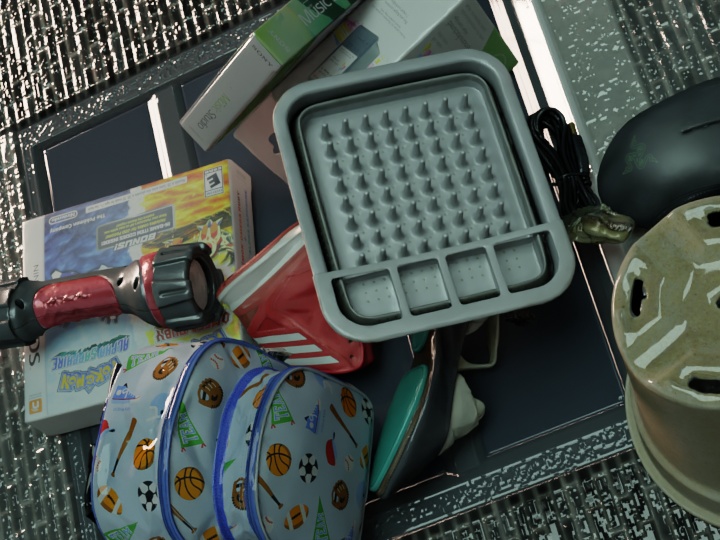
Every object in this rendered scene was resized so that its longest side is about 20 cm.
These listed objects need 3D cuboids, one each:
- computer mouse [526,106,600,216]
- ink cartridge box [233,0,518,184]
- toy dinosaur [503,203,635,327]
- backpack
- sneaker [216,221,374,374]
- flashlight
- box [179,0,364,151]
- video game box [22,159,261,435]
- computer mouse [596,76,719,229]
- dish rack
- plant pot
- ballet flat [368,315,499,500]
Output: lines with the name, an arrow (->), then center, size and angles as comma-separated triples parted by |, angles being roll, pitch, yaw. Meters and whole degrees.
computer mouse -> 0.076, -0.050, 1.197 | 0.200, 0.044, 0.110 | -19, 63, 17
ink cartridge box -> 0.013, -0.132, 1.218 | 0.200, 0.117, 0.067 | -44, 58, 4
toy dinosaur -> 0.088, -0.012, 1.117 | 0.199, 0.047, 0.088 | 5, 72, -3
backpack -> -0.089, 0.136, 1.097 | 0.154, 0.190, 0.201 | -16, 60, 39
sneaker -> 0.000, 0.000, 1.182 | 0.200, 0.078, 0.116 | -37, 93, 24
flashlight -> -0.205, 0.025, 1.229 | 0.199, 0.068, 0.068 | -10, 68, 19
box -> -0.041, -0.185, 1.214 | 0.036, 0.144, 0.200 | 45, 54, -5
video game box -> -0.178, 0.022, 1.283 | 0.200, 0.047, 0.183 | -16, 66, 18
computer mouse -> 0.256, -0.102, 1.125 | 0.200, 0.053, 0.139 | -27, 62, 8
dish rack -> 0.040, -0.047, 1.086 | 0.171, 0.044, 0.200 | -13, 67, -6
plant pot -> 0.241, 0.047, 0.998 | 0.200, 0.183, 0.201 | -10, 65, 21
ballet flat -> 0.061, 0.071, 1.139 | 0.073, 0.073, 0.201 | 6, 71, 26
